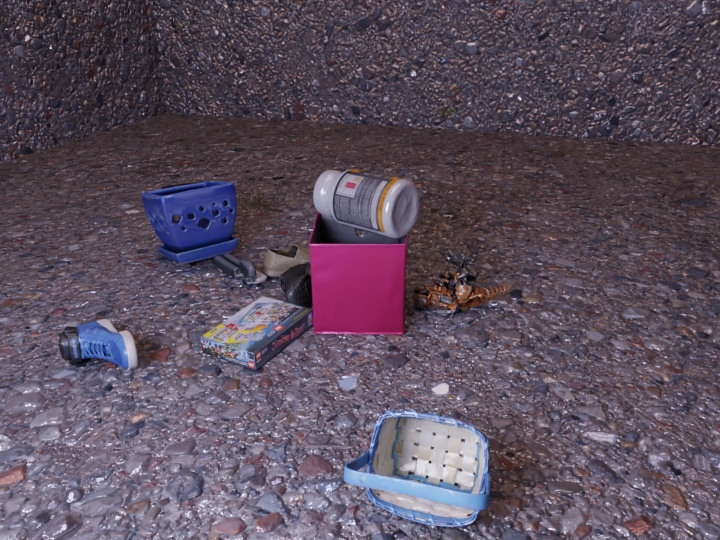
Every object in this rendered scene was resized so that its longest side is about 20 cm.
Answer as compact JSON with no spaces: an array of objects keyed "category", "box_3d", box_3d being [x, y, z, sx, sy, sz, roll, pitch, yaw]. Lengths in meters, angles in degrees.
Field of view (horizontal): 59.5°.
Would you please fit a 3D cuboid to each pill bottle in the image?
[{"category":"pill bottle","box_3d":[0.009,-0.139,1.258,0.198,0.118,0.116,18,30,34]}]

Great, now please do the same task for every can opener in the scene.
[{"category":"can opener","box_3d":[-0.294,-0.010,1.541,0.052,0.067,0.199,-17,24,-34]}]

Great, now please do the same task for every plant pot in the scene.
[{"category":"plant pot","box_3d":[-0.432,-0.126,1.626,0.198,0.182,0.199,-17,18,-31]}]

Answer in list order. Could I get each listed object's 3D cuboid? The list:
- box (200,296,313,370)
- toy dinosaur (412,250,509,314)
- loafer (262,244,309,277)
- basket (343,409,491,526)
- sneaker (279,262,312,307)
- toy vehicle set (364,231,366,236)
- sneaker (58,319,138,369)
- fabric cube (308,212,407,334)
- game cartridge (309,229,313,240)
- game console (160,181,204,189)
[{"category":"box","box_3d":[-0.204,0.121,1.272,0.135,0.038,0.200,12,28,28]},{"category":"toy dinosaur","box_3d":[0.218,0.045,1.385,0.198,0.103,0.137,12,48,-5]},{"category":"loafer","box_3d":[-0.144,-0.028,1.554,0.198,0.068,0.076,-9,25,-21]},{"category":"basket","box_3d":[0.088,0.257,0.813,0.174,0.141,0.200,7,-5,19]},{"category":"sneaker","box_3d":[-0.146,0.035,1.434,0.090,0.077,0.200,-4,15,10]},{"category":"toy vehicle set","box_3d":[0.062,-0.068,1.567,0.026,0.126,0.200,9,26,21]},{"category":"sneaker","box_3d":[-0.499,0.147,1.179,0.110,0.078,0.199,-13,22,-38]},{"category":"fabric cube","box_3d":[0.000,0.000,1.334,0.194,0.202,0.200,-1,24,3]},{"category":"game cartridge","box_3d":[-0.063,-0.067,1.601,0.132,0.041,0.200,15,8,-15]},{"category":"game console","box_3d":[-0.572,-0.264,2.143,0.175,0.031,0.200,-16,29,-28]}]
